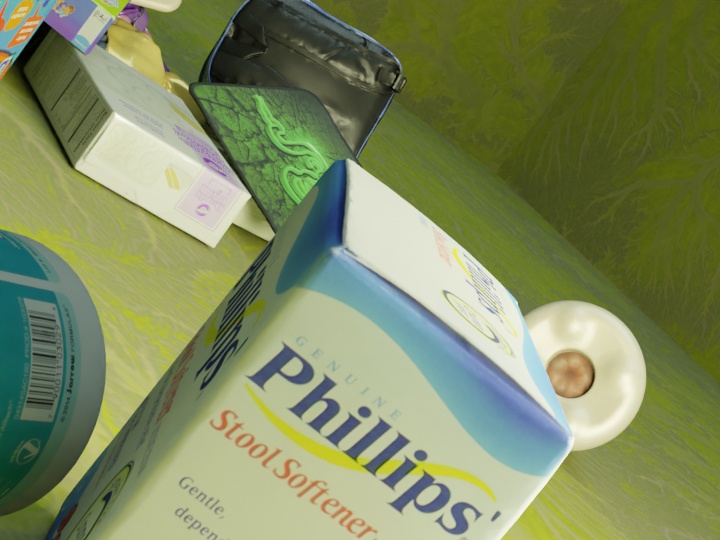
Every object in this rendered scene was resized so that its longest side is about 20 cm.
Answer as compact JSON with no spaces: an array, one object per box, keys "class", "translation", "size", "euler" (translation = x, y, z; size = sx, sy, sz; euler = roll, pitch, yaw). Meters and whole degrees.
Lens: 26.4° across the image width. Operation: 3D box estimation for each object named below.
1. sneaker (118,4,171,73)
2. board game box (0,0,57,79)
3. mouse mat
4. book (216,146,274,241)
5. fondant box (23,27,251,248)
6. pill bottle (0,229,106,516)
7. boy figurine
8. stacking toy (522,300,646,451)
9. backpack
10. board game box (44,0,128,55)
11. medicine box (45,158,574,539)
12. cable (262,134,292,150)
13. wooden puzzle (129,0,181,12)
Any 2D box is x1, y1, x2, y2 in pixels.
[{"class":"sneaker","translation":[-0.230,-0.220,1.501],"size":[0.200,0.089,0.081],"euler":[35,9,-27]},{"class":"board game box","translation":[-0.231,-0.170,0.947],"size":[0.045,0.200,0.152],"euler":[39,11,-2]},{"class":"mouse mat","translation":[-0.057,-0.099,1.399],"size":[0.160,0.008,0.201],"euler":[-3,53,-45]},{"class":"book","translation":[-0.096,-0.068,1.453],"size":[0.133,0.048,0.200],"euler":[41,11,35]},{"class":"fondant box","translation":[-0.188,-0.115,1.270],"size":[0.144,0.058,0.200],"euler":[31,14,-36]},{"class":"pill bottle","translation":[-0.181,0.027,0.505],"size":[0.111,0.111,0.200],"euler":[43,10,25]},{"class":"boy figurine","translation":[-0.224,-0.188,1.412],"size":[0.200,0.064,0.125],"euler":[32,36,-42]},{"class":"stacking toy","translation":[0.207,0.122,1.551],"size":[0.146,0.146,0.200],"euler":[41,-9,14]},{"class":"backpack","translation":[-0.079,-0.202,1.724],"size":[0.199,0.184,0.147],"euler":[33,-12,-10]},{"class":"board game box","translation":[-0.274,-0.282,1.273],"size":[0.200,0.045,0.135],"euler":[38,31,-13]},{"class":"medicine box","translation":[-0.030,0.077,0.563],"size":[0.103,0.200,0.182],"euler":[37,10,-8]},{"class":"cable","translation":[-0.038,-0.095,1.485],"size":[0.199,0.051,0.097],"euler":[23,15,-40]},{"class":"wooden puzzle","translation":[-0.268,-0.302,1.427],"size":[0.184,0.047,0.200],"euler":[12,17,-23]}]
